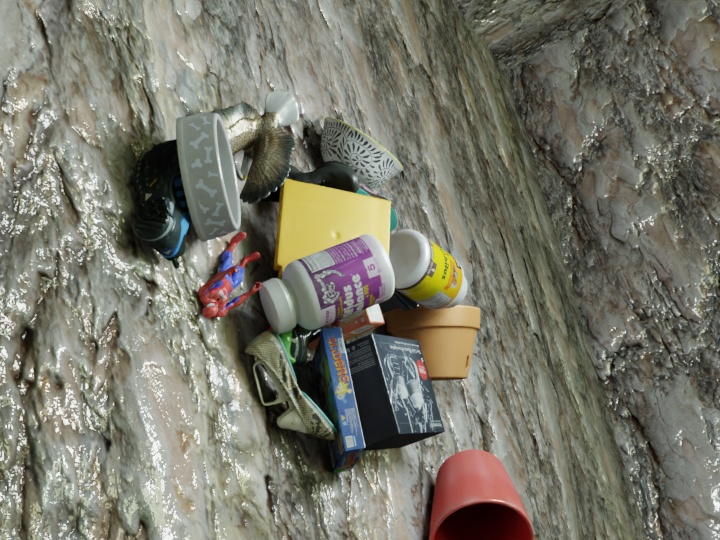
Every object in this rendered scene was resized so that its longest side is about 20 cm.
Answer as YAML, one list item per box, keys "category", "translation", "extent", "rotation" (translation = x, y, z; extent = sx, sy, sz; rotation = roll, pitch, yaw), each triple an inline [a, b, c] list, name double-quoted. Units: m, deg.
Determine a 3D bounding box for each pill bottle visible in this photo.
- category: "pill bottle"
  translation: [-0.054, 0.026, 1.372]
  extent: [0.113, 0.197, 0.113]
  rotation: [54, -23, 37]
- category: "pill bottle"
  translation: [0.122, 0.006, 1.621]
  extent: [0.199, 0.108, 0.111]
  rotation: [30, 42, -53]

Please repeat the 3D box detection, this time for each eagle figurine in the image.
- category: "eagle figurine"
  translation: [-0.185, -0.214, 1.501]
  extent: [0.200, 0.149, 0.153]
  rotation: [-65, 146, -66]

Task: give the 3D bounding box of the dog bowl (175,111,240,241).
- category: "dog bowl"
  translation: [-0.226, -0.145, 1.323]
  extent: [0.200, 0.058, 0.204]
  rotation: [169, -90, -90]

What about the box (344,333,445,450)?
- category: "box"
  translation: [0.050, 0.225, 1.605]
  extent: [0.199, 0.103, 0.185]
  rotation: [15, 56, -60]

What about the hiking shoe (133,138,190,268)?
- category: "hiking shoe"
  translation: [-0.285, -0.103, 1.277]
  extent: [0.087, 0.073, 0.202]
  rotation: [67, 18, -49]

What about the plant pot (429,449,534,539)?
- category: "plant pot"
  translation: [0.221, 0.453, 1.663]
  extent: [0.201, 0.199, 0.178]
  rotation: [54, 16, -23]

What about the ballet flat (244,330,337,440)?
- category: "ballet flat"
  translation: [-0.115, 0.192, 1.345]
  extent: [0.075, 0.068, 0.202]
  rotation: [-33, 97, -20]

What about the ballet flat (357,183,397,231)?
- category: "ballet flat"
  translation: [0.011, -0.146, 1.806]
  extent: [0.199, 0.069, 0.072]
  rotation: [31, 21, -51]

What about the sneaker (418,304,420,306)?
- category: "sneaker"
  translation: [0.108, 0.029, 1.843]
  extent: [0.197, 0.080, 0.116]
  rotation: [5, 22, -27]

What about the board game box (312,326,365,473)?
- category: "board game box"
  translation: [-0.039, 0.212, 1.423]
  extent: [0.136, 0.034, 0.203]
  rotation: [112, -31, -62]

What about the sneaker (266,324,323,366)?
- category: "sneaker"
  translation: [-0.102, 0.077, 1.460]
  extent: [0.084, 0.076, 0.202]
  rotation: [42, 43, -26]

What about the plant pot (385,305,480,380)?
- category: "plant pot"
  translation: [0.149, 0.153, 1.797]
  extent: [0.199, 0.197, 0.143]
  rotation: [16, 71, -59]

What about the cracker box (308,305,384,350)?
- category: "cracker box"
  translation: [-0.053, 0.023, 1.541]
  extent: [0.057, 0.133, 0.203]
  rotation: [10, 58, -60]

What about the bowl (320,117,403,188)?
- category: "bowl"
  translation: [-0.016, -0.228, 1.855]
  extent: [0.199, 0.095, 0.201]
  rotation: [31, -4, 2]

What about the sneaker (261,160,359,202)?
- category: "sneaker"
  translation: [-0.096, -0.144, 1.555]
  extent: [0.091, 0.197, 0.077]
  rotation: [-53, 134, -53]

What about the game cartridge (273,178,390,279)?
- category: "game cartridge"
  translation: [-0.046, -0.054, 1.482]
  extent: [0.197, 0.032, 0.179]
  rotation: [10, 66, -16]

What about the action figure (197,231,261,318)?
- category: "action figure"
  translation: [-0.185, 0.003, 1.338]
  extent: [0.066, 0.098, 0.201]
  rotation: [53, 29, -21]

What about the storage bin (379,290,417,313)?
- category: "storage bin"
  translation: [0.000, 0.000, 1.670]
  extent: [0.200, 0.133, 0.147]
  rotation: [45, 31, -40]
